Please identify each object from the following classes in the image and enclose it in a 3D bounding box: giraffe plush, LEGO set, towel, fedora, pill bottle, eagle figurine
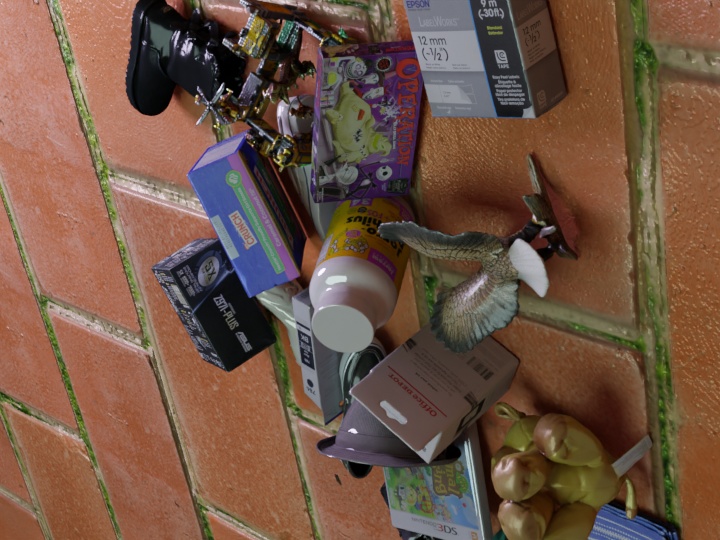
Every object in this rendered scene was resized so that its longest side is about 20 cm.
[{"bbox_3d":[0.214,0.224,1.544,0.162,0.198,0.175,24,132,60],"label":"giraffe plush"},{"bbox_3d":[-0.102,-0.217,1.526,0.154,0.115,0.201,46,117,23],"label":"LEGO set"},{"bbox_3d":[0.330,0.370,1.632,0.144,0.024,0.202,18,130,41],"label":"towel"},{"bbox_3d":[0.040,0.190,1.666,0.175,0.199,0.092,5,88,35],"label":"fedora"},{"bbox_3d":[0.000,0.000,1.548,0.103,0.201,0.105,7,133,8],"label":"pill bottle"},{"bbox_3d":[0.132,-0.008,1.454,0.151,0.198,0.154,41,-151,-59],"label":"eagle figurine"}]

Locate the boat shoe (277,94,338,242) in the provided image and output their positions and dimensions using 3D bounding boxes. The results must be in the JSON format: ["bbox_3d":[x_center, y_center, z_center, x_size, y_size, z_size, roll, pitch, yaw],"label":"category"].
[{"bbox_3d":[-0.057,-0.119,1.645,0.065,0.072,0.202,9,126,53],"label":"boat shoe"}]

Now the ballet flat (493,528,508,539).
[{"bbox_3d":[0.215,0.351,1.728,0.065,0.071,0.201,23,144,-4],"label":"ballet flat"}]

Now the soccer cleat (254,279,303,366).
[{"bbox_3d":[-0.089,0.051,1.823,0.077,0.069,0.202,-5,121,47],"label":"soccer cleat"}]

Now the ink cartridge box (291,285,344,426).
[{"bbox_3d":[-0.036,0.100,1.769,0.039,0.099,0.202,24,133,37],"label":"ink cartridge box"}]

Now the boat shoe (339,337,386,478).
[{"bbox_3d":[0.006,0.185,1.771,0.057,0.068,0.203,-117,29,-59],"label":"boat shoe"}]

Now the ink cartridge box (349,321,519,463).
[{"bbox_3d":[0.082,0.144,1.583,0.116,0.199,0.067,39,142,19],"label":"ink cartridge box"}]

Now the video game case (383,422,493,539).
[{"bbox_3d":[0.094,0.263,1.779,0.181,0.022,0.203,3,106,48],"label":"video game case"}]

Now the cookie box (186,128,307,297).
[{"bbox_3d":[-0.137,-0.076,1.669,0.200,0.074,0.173,-87,-28,-75],"label":"cookie box"}]

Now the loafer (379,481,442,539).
[{"bbox_3d":[0.093,0.380,1.875,0.200,0.063,0.072,49,145,8],"label":"loafer"}]

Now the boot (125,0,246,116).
[{"bbox_3d":[-0.227,-0.252,1.734,0.162,0.073,0.200,34,139,21],"label":"boot"}]

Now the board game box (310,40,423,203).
[{"bbox_3d":[0.006,-0.166,1.501,0.032,0.118,0.202,-115,21,-44],"label":"board game box"}]

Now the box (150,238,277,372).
[{"bbox_3d":[-0.211,0.045,1.880,0.165,0.086,0.200,61,166,-8],"label":"box"}]

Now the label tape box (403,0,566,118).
[{"bbox_3d":[0.117,-0.257,1.340,0.142,0.066,0.202,9,126,45],"label":"label tape box"}]
